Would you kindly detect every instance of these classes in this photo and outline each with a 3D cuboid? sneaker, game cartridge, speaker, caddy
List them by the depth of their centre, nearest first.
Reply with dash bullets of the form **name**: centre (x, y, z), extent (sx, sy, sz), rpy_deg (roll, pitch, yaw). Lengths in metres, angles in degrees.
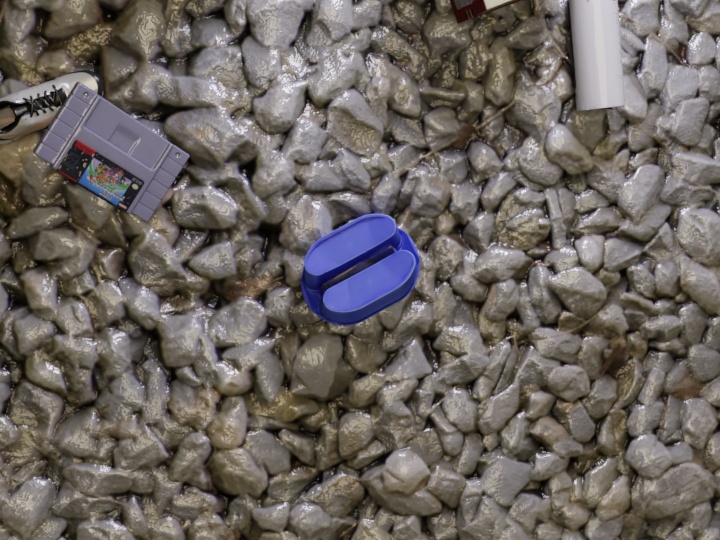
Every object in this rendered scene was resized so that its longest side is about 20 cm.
- **sneaker**: centre (-0.473, -0.239, 1.428), extent (0.199, 0.080, 0.074), rpy_deg (-26, 99, -8)
- **game cartridge**: centre (-0.373, -0.173, 1.450), extent (0.199, 0.038, 0.130), rpy_deg (33, 86, -29)
- **caddy**: centre (0.000, 0.000, 1.530), extent (0.199, 0.105, 0.142), rpy_deg (-28, 79, -5)
- **speaker**: centre (0.382, -0.360, 1.561), extent (0.080, 0.081, 0.202), rpy_deg (-9, 99, -9)

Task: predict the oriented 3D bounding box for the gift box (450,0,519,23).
- **gift box**: centre (0.232, -0.485, 1.463), extent (0.185, 0.200, 0.186), rpy_deg (-23, 105, -8)
